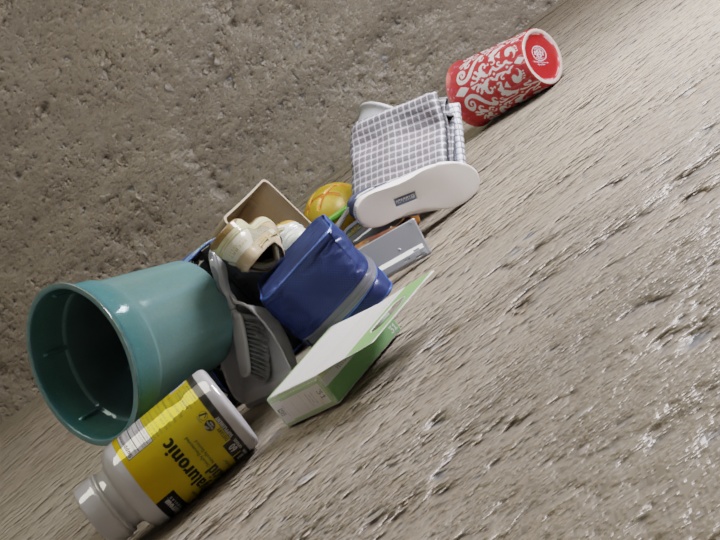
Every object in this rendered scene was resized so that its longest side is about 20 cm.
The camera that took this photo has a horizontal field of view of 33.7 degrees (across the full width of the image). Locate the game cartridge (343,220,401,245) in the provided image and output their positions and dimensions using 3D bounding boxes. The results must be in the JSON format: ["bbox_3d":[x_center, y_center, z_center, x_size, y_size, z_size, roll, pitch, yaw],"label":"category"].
[{"bbox_3d":[0.026,-0.081,2.080,0.133,0.041,0.200,-42,9,2],"label":"game cartridge"}]

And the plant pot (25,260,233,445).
[{"bbox_3d":[-0.275,0.084,1.473,0.199,0.202,0.195,-30,-3,41],"label":"plant pot"}]

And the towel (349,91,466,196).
[{"bbox_3d":[0.073,-0.187,1.947,0.198,0.085,0.168,-19,60,31],"label":"towel"}]

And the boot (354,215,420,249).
[{"bbox_3d":[0.000,-0.024,1.799,0.188,0.069,0.200,-37,8,13],"label":"boot"}]

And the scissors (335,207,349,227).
[{"bbox_3d":[-0.070,-0.017,1.833,0.073,0.014,0.202,38,114,51],"label":"scissors"}]

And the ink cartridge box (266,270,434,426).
[{"bbox_3d":[-0.001,0.088,1.318,0.199,0.048,0.146,-29,13,45],"label":"ink cartridge box"}]

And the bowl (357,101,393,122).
[{"bbox_3d":[0.062,-0.205,2.121,0.091,0.200,0.201,-58,14,-12],"label":"bowl"}]

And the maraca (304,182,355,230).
[{"bbox_3d":[-0.053,-0.115,2.318,0.136,0.108,0.200,-31,9,-3],"label":"maraca"}]

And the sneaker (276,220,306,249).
[{"bbox_3d":[-0.111,0.030,1.808,0.075,0.087,0.202,-15,-54,-50],"label":"sneaker"}]

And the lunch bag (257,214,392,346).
[{"bbox_3d":[-0.042,0.025,1.527,0.136,0.132,0.200,-46,10,3],"label":"lunch bag"}]

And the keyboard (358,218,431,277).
[{"bbox_3d":[0.000,0.000,1.646,0.199,0.057,0.011,-29,-20,8],"label":"keyboard"}]

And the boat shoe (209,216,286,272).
[{"bbox_3d":[-0.133,-0.025,1.538,0.072,0.065,0.200,-51,-8,6],"label":"boat shoe"}]

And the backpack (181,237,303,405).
[{"bbox_3d":[-0.187,0.058,1.704,0.183,0.201,0.147,-41,10,-14],"label":"backpack"}]

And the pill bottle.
[{"bbox_3d":[-0.224,0.217,1.356,0.199,0.112,0.111,-40,9,-7],"label":"pill bottle"}]

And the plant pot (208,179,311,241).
[{"bbox_3d":[-0.174,0.004,2.002,0.177,0.200,0.200,-45,5,27],"label":"plant pot"}]

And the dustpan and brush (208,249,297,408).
[{"bbox_3d":[-0.153,0.067,1.529,0.057,0.202,0.139,-2,-17,-40],"label":"dustpan and brush"}]

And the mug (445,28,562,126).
[{"bbox_3d":[0.284,-0.380,2.249,0.199,0.134,0.178,-22,20,50],"label":"mug"}]

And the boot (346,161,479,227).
[{"bbox_3d":[0.076,-0.121,1.798,0.198,0.074,0.090,-15,13,-10],"label":"boot"}]
